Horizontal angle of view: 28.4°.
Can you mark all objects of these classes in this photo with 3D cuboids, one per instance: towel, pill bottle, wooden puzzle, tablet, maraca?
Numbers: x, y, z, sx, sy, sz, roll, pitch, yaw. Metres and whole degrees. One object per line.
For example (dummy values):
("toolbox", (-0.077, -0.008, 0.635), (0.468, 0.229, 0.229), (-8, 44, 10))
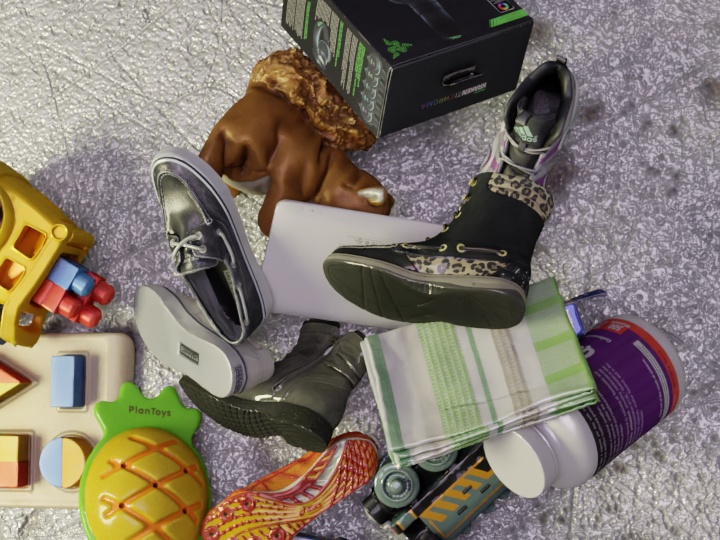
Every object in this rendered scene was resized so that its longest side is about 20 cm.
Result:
("towel", (0.106, 0.089, 1.321), (0.199, 0.031, 0.150), (-20, 52, 5))
("pill bottle", (0.212, 0.132, 1.363), (0.199, 0.113, 0.113), (-31, 80, -32))
("wooden puzzle", (-0.342, 0.159, 1.509), (0.198, 0.046, 0.187), (0, 85, 7))
("tablet", (0.000, 0.000, 1.429), (0.199, 0.014, 0.131), (9, 121, -13))
("maraca", (-0.219, 0.212, 1.459), (0.136, 0.107, 0.201), (8, 64, -21))

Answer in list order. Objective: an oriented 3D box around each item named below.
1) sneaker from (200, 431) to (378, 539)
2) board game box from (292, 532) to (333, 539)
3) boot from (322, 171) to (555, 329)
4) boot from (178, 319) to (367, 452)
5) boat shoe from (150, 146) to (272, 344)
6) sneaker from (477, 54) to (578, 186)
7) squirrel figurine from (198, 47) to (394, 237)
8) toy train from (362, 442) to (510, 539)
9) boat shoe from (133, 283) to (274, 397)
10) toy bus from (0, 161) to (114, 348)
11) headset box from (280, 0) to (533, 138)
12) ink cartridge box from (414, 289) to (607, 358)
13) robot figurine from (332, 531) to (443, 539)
("sneaker", (-0.068, 0.231, 1.448), (0.199, 0.077, 0.073), (-26, 91, -3))
("board game box", (-0.040, 0.351, 1.456), (0.198, 0.037, 0.152), (9, 86, 8))
("boot", (0.080, -0.026, 1.373), (0.202, 0.074, 0.154), (9, 51, 22))
("boot", (-0.080, 0.107, 1.471), (0.199, 0.068, 0.131), (12, 57, 32))
("boat shoe", (-0.153, -0.021, 1.379), (0.071, 0.068, 0.201), (-12, 112, 29))
("sneaker", (0.160, -0.123, 1.419), (0.077, 0.140, 0.201), (19, 87, 9))
("squirrel figurine", (-0.043, -0.120, 1.447), (0.186, 0.142, 0.201), (25, 86, 10))
("toy train", (0.098, 0.198, 1.432), (0.200, 0.085, 0.114), (-44, 91, 2))
("boat shoe", (-0.160, 0.067, 1.465), (0.200, 0.069, 0.071), (28, 119, 45))
("toy bus", (-0.363, 0.015, 1.484), (0.191, 0.136, 0.201), (34, 90, 6))
("headset box", (0.047, -0.239, 1.402), (0.173, 0.093, 0.200), (-20, 55, -25))
("ink cartridge box", (0.152, 0.067, 1.414), (0.199, 0.119, 0.042), (-22, 87, 5))
("robot figurine", (0.039, 0.340, 1.365), (0.199, 0.125, 0.151), (34, 106, 7))
